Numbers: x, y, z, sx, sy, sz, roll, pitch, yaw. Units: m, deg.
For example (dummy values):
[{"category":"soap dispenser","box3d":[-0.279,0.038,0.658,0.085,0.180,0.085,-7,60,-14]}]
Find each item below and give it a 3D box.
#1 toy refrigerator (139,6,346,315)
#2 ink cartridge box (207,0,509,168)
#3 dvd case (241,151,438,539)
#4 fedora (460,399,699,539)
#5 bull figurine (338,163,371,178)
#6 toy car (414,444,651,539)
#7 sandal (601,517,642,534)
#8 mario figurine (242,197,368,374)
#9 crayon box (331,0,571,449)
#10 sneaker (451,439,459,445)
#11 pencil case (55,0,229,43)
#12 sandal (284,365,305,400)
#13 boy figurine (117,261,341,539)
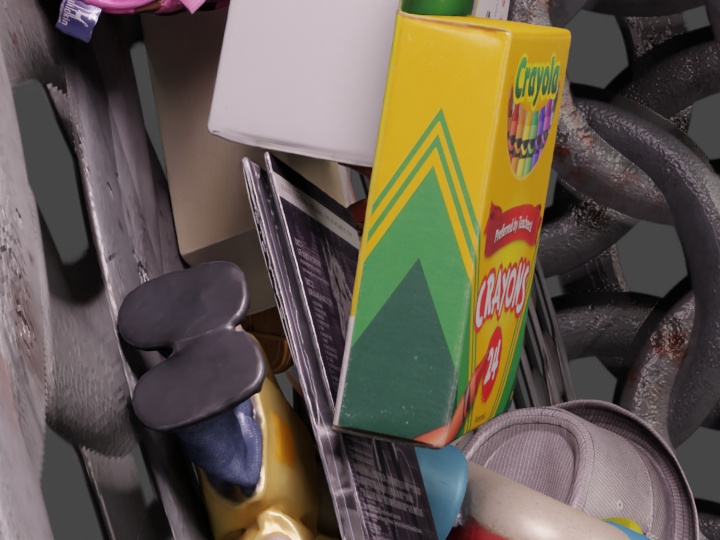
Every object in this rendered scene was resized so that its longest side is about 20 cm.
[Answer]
[{"category":"toy refrigerator","box3d":[-0.061,-0.087,1.407,0.076,0.070,0.201,47,27,-58]},{"category":"ink cartridge box","box3d":[0.009,-0.123,1.293,0.200,0.087,0.146,-14,114,-78]},{"category":"dvd case","box3d":[-0.002,0.058,1.260,0.149,0.016,0.201,33,42,-74]},{"category":"fedora","box3d":[0.099,0.160,1.688,0.090,0.176,0.201,38,73,-51]},{"category":"bull figurine","box3d":[-0.001,-0.095,1.553,0.199,0.065,0.122,18,-39,41]},{"category":"toy car","box3d":[0.047,0.197,1.440,0.201,0.184,0.177,-66,-164,-3]},{"category":"sandal","box3d":[0.123,0.226,1.561,0.087,0.079,0.200,52,47,-22]},{"category":"mario figurine","box3d":[0.000,0.000,1.499,0.124,0.106,0.200,60,15,-6]},{"category":"crayon box","box3d":[0.042,-0.035,1.204,0.127,0.050,0.201,-18,117,-73]},{"category":"sneaker","box3d":[0.036,0.091,1.696,0.200,0.080,0.074,56,18,-71]},{"category":"pencil case","box3d":[-0.087,-0.149,1.268,0.093,0.091,0.200,31,11,3]},{"category":"sandal","box3d":[0.011,0.120,1.572,0.207,0.059,0.079,44,7,-32]},{"category":"boy figurine","box3d":[-0.041,0.081,1.238,0.200,0.064,0.125,58,15,-54]}]
